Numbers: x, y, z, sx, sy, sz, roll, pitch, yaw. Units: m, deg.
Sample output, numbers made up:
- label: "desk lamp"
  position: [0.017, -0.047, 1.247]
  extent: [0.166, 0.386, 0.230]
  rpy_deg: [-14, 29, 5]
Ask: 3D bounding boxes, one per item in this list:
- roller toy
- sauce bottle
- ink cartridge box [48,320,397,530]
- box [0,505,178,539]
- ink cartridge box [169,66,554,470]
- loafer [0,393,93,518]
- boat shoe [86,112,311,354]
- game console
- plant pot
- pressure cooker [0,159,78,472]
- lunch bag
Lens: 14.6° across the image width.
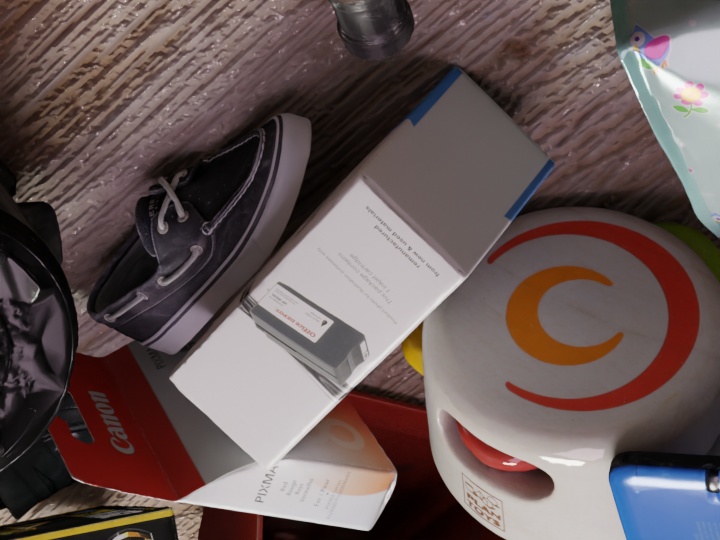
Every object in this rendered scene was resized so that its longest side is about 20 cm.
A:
- label: "roller toy"
  position: [0.127, 0.069, 1.672]
  extent: [0.198, 0.183, 0.140]
  rpy_deg: [-5, 142, 0]
- label: "sauce bottle"
  position: [-0.015, -0.186, 1.432]
  extent: [0.064, 0.065, 0.200]
  rpy_deg: [-12, 143, 9]
- label: "ink cartridge box"
  position: [-0.095, 0.079, 1.665]
  extent: [0.199, 0.162, 0.050]
  rpy_deg: [14, 113, -30]
- label: "box"
  position: [-0.213, 0.185, 1.782]
  extent: [0.159, 0.050, 0.200]
  rpy_deg: [-8, 178, -18]
- label: "ink cartridge box"
  position: [0.000, 0.000, 1.585]
  extent: [0.084, 0.145, 0.200]
  rpy_deg: [43, 128, -2]
- label: "loafer"
  position: [-0.213, 0.124, 1.782]
  extent: [0.199, 0.071, 0.068]
  rpy_deg: [-14, 142, 11]
- label: "boat shoe"
  position: [-0.097, -0.026, 1.624]
  extent: [0.067, 0.072, 0.200]
  rpy_deg: [20, 138, -22]
- label: "game console"
  position: [0.249, 0.128, 1.632]
  extent: [0.170, 0.119, 0.200]
  rpy_deg: [2, 143, 19]
- label: "plant pot"
  position: [-0.013, 0.209, 1.841]
  extent: [0.199, 0.201, 0.176]
  rpy_deg: [14, 149, -22]
- label: "pressure cooker"
  position: [-0.255, 0.013, 1.557]
  extent: [0.175, 0.200, 0.179]
  rpy_deg: [31, 96, -29]
- label: "lunch bag"
  position: [0.237, -0.110, 1.511]
  extent: [0.169, 0.122, 0.200]
  rpy_deg: [-18, 134, 15]
